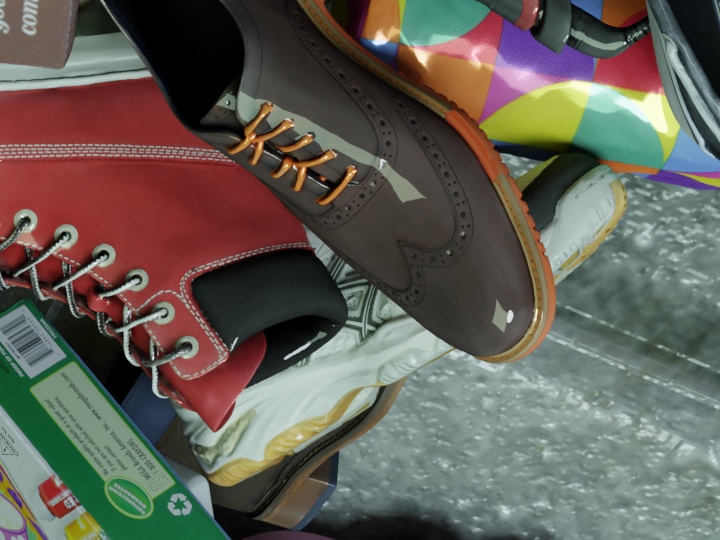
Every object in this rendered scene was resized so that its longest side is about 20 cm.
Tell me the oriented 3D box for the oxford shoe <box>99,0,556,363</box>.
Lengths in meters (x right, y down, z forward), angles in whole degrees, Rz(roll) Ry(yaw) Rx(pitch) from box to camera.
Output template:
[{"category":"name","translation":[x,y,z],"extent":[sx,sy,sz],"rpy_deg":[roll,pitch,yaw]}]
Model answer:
[{"category":"oxford shoe","translation":[-0.018,-0.041,0.941],"extent":[0.200,0.073,0.071],"rpy_deg":[47,125,11]}]

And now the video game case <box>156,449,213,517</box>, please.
[{"category":"video game case","translation":[-0.118,0.132,1.150],"extent":[0.182,0.023,0.200],"rpy_deg":[25,136,38]}]

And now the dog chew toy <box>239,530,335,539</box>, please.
[{"category":"dog chew toy","translation":[0.019,0.170,1.210],"extent":[0.200,0.125,0.125],"rpy_deg":[-4,131,-6]}]

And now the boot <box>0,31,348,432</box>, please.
[{"category":"boot","translation":[-0.109,-0.003,0.959],"extent":[0.200,0.144,0.072],"rpy_deg":[-11,153,-22]}]

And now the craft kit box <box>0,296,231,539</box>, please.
[{"category":"craft kit box","translation":[-0.104,0.138,1.083],"extent":[0.200,0.049,0.198],"rpy_deg":[49,148,12]}]

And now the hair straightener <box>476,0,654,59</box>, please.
[{"category":"hair straightener","translation":[0.028,-0.136,0.958],"extent":[0.200,0.077,0.041],"rpy_deg":[28,141,7]}]

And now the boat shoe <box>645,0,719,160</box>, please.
[{"category":"boat shoe","translation":[0.105,-0.122,0.888],"extent":[0.072,0.068,0.200],"rpy_deg":[-17,105,-2]}]

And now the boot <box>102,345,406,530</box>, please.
[{"category":"boot","translation":[-0.037,0.026,1.110],"extent":[0.097,0.075,0.200],"rpy_deg":[15,132,-15]}]

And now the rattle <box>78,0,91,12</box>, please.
[{"category":"rattle","translation":[-0.145,-0.101,0.965],"extent":[0.200,0.143,0.130],"rpy_deg":[5,113,5]}]

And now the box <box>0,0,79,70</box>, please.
[{"category":"box","translation":[-0.151,-0.191,0.841],"extent":[0.164,0.200,0.166],"rpy_deg":[7,132,-5]}]

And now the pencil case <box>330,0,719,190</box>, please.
[{"category":"pencil case","translation":[0.082,-0.079,1.010],"extent":[0.200,0.088,0.088],"rpy_deg":[11,131,-8]}]

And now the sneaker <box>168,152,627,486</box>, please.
[{"category":"sneaker","translation":[0.000,0.000,1.020],"extent":[0.200,0.076,0.088],"rpy_deg":[-32,85,25]}]
